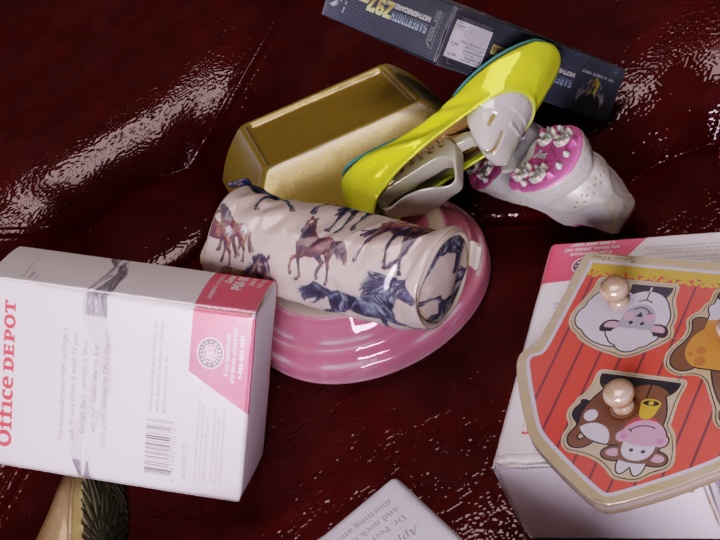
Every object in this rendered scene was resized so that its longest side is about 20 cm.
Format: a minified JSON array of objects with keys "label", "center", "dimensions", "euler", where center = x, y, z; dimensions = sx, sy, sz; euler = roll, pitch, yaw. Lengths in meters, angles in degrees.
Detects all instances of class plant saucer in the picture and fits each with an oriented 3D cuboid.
[{"label":"plant saucer","center":[0.000,0.000,1.429],"dimensions":[0.199,0.051,0.201],"euler":[-13,39,11]},{"label":"plant saucer","center":[-0.019,-0.109,1.516],"dimensions":[0.199,0.049,0.200],"euler":[-24,21,-4]}]

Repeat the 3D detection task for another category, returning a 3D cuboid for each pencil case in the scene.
[{"label":"pencil case","center":[-0.015,-0.012,1.343],"dimensions":[0.199,0.078,0.090],"euler":[13,44,28]}]

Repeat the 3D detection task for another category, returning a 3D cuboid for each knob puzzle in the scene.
[{"label":"knob puzzle","center":[0.183,0.063,1.143],"dimensions":[0.218,0.031,0.220],"euler":[-14,42,13]}]

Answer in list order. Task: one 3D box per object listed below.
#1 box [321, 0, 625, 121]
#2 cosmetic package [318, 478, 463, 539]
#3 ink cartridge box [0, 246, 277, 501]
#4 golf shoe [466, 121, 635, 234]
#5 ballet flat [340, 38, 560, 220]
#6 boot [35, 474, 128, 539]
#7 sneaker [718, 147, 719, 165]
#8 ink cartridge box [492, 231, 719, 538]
[{"label":"box","center":[0.091,-0.183,1.478],"dimensions":[0.157,0.199,0.051],"euler":[32,103,48]},{"label":"cosmetic package","center":[0.038,0.262,1.034],"dimensions":[0.165,0.165,0.200],"euler":[-37,39,-10]},{"label":"ink cartridge box","center":[-0.169,0.071,1.323],"dimensions":[0.199,0.147,0.083],"euler":[8,19,7]},{"label":"golf shoe","center":[0.144,-0.069,1.421],"dimensions":[0.075,0.091,0.200],"euler":[-53,19,1]},{"label":"ballet flat","center":[0.076,-0.094,1.386],"dimensions":[0.199,0.067,0.067],"euler":[-33,47,10]},{"label":"boot","center":[-0.276,0.226,1.345],"dimensions":[0.199,0.066,0.176],"euler":[-17,40,16]},{"label":"sneaker","center":[0.345,-0.137,1.370],"dimensions":[0.200,0.073,0.077],"euler":[-43,50,-13]},{"label":"ink cartridge box","center":[0.184,0.076,1.217],"dimensions":[0.145,0.085,0.201],"euler":[-4,43,26]}]
